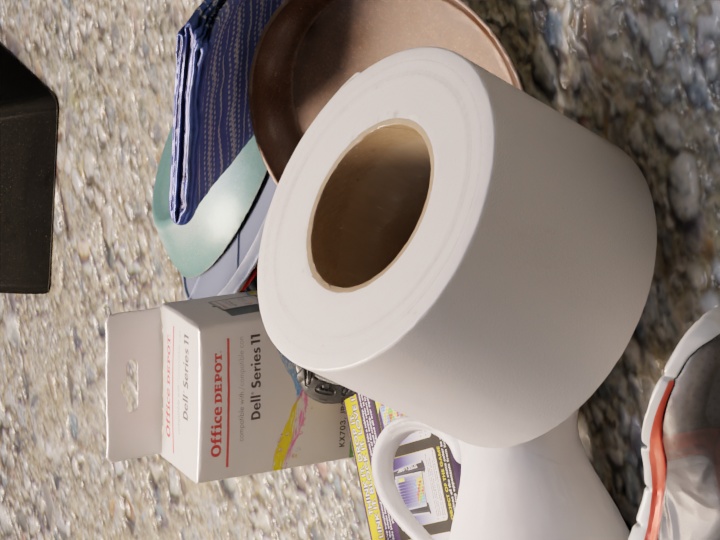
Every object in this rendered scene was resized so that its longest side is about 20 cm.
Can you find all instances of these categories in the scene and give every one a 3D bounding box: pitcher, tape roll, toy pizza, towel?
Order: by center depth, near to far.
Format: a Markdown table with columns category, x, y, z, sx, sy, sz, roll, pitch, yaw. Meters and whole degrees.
| category | x | y | z | sx | sy | sz | roll | pitch | yaw |
| --- | --- | --- | --- | --- | --- | --- | --- | --- | --- |
| tape roll | 0.054 | -0.012 | 1.515 | 0.202 | 0.139 | 0.204 | -29 | 49 | 39 |
| pitcher | 0.088 | 0.171 | 1.586 | 0.171 | 0.121 | 0.201 | -19 | 74 | 37 |
| towel | -0.077 | -0.132 | 1.688 | 0.024 | 0.200 | 0.145 | 14 | 122 | 13 |
| toy pizza | -0.075 | -0.059 | 1.883 | 0.200 | 0.032 | 0.201 | -53 | 25 | 38 |

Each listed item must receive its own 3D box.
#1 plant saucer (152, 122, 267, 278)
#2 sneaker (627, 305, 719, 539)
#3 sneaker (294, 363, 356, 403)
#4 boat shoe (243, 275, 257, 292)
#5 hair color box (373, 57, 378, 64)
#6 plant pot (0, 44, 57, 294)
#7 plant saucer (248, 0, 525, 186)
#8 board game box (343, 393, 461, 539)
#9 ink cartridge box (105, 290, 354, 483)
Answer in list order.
| category | x | y | z | sx | sy | sz | roll | pitch | yaw |
| --- | --- | --- | --- | --- | --- | --- | --- | --- | --- |
| plant saucer | -0.108 | -0.094 | 1.906 | 0.200 | 0.036 | 0.201 | -53 | 25 | 39 |
| sneaker | 0.204 | 0.116 | 1.448 | 0.082 | 0.077 | 0.201 | 22 | 120 | 29 |
| sneaker | 0.000 | 0.000 | 1.740 | 0.079 | 0.074 | 0.201 | 108 | 176 | -65 |
| boat shoe | -0.071 | 0.047 | 1.942 | 0.201 | 0.062 | 0.075 | 64 | 146 | 28 |
| hair color box | -0.001 | -0.213 | 1.740 | 0.099 | 0.060 | 0.201 | -19 | 81 | 62 |
| plant pot | -0.403 | -0.096 | 2.418 | 0.199 | 0.177 | 0.201 | 41 | 131 | 51 |
| plant saucer | 0.023 | -0.102 | 1.660 | 0.199 | 0.034 | 0.201 | 11 | 118 | 22 |
| board game box | 0.059 | 0.144 | 1.724 | 0.165 | 0.056 | 0.201 | -22 | 78 | 64 |
| ink cartridge box | -0.075 | 0.078 | 1.805 | 0.067 | 0.199 | 0.118 | 28 | 122 | 57 |
